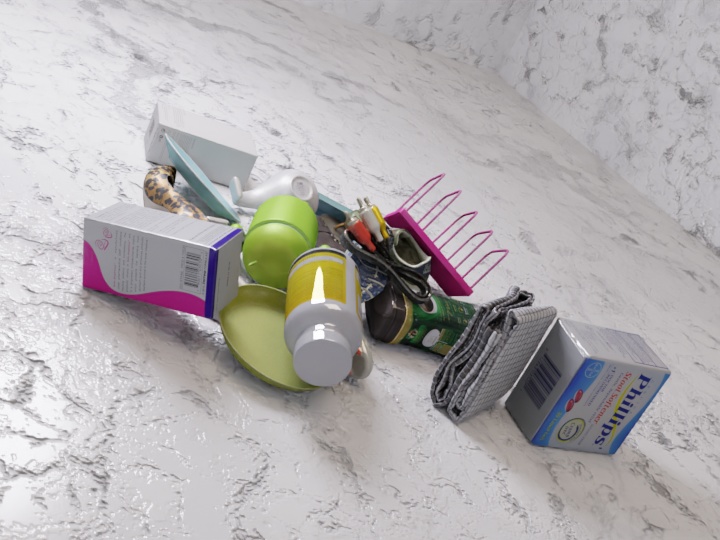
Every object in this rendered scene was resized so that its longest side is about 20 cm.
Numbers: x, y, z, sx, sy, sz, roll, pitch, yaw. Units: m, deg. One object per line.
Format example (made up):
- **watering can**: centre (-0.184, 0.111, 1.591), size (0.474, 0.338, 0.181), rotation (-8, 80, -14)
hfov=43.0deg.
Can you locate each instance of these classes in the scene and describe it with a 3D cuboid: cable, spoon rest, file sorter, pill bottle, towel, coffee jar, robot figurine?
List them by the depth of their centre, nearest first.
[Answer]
- **pill bottle**: centre (-0.052, 0.065, 1.289), size (0.110, 0.113, 0.201), rotation (21, 32, -15)
- **spoon rest**: centre (-0.214, 0.009, 1.408), size (0.098, 0.061, 0.202), rotation (11, 42, -30)
- **towel**: centre (0.203, 0.124, 1.431), size (0.085, 0.202, 0.165), rotation (37, 25, 25)
- **cable**: centre (0.041, -0.024, 1.470), size (0.201, 0.050, 0.097), rotation (50, 44, 2)
- **robot figurine**: centre (-0.131, -0.047, 1.503), size (0.172, 0.117, 0.201), rotation (14, 29, -4)
- **coffee jar**: centre (0.103, 0.085, 1.541), size (0.197, 0.086, 0.105), rotation (17, 33, -25)
- **spoon rest**: centre (-0.161, -0.143, 1.698), size (0.198, 0.060, 0.101), rotation (-2, 72, -41)
- **file sorter**: centre (0.164, -0.068, 1.721), size (0.201, 0.125, 0.139), rotation (49, -9, -6)

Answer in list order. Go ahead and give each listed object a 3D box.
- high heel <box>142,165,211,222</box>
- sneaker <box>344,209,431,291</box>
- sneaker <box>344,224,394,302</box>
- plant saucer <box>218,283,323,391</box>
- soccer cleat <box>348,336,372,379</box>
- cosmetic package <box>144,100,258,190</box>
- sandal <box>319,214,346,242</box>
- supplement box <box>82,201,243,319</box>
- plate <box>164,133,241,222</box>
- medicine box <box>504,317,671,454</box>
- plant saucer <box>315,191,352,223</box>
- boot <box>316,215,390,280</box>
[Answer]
- **high heel**: centre (-0.287, -0.111, 1.479), size (0.140, 0.072, 0.201), rotation (4, 36, 7)
- **sneaker**: centre (0.058, -0.056, 1.680), size (0.067, 0.090, 0.200), rotation (-35, 73, -32)
- **sneaker**: centre (0.000, 0.000, 1.519), size (0.077, 0.085, 0.201), rotation (39, 38, -10)
- **plant saucer**: centre (-0.120, 0.102, 1.311), size (0.198, 0.031, 0.201), rotation (26, 31, -17)
- **soccer cleat**: centre (-0.025, 0.094, 1.415), size (0.077, 0.070, 0.200), rotation (10, 27, -40)
- **cosmetic package**: centre (-0.305, -0.239, 1.748), size (0.197, 0.086, 0.108), rotation (18, 26, -23)
- **sandal**: centre (0.004, -0.055, 1.750), size (0.199, 0.055, 0.081), rotation (37, 25, 19)
- **supplement box**: centre (-0.272, -0.017, 1.258), size (0.197, 0.103, 0.103), rotation (13, 21, 11)
- **plate**: centre (-0.282, -0.154, 1.597), size (0.201, 0.025, 0.200), rotation (50, -1, 2)
- **medicine box**: centre (0.371, 0.192, 1.495), size (0.197, 0.184, 0.103), rotation (12, 28, -30)
- **plant saucer**: centre (-0.016, -0.095, 1.800), size (0.198, 0.070, 0.019), rotation (29, 65, 1)
- **boot**: centre (-0.048, -0.046, 1.662), size (0.197, 0.070, 0.175), rotation (9, 31, -33)
